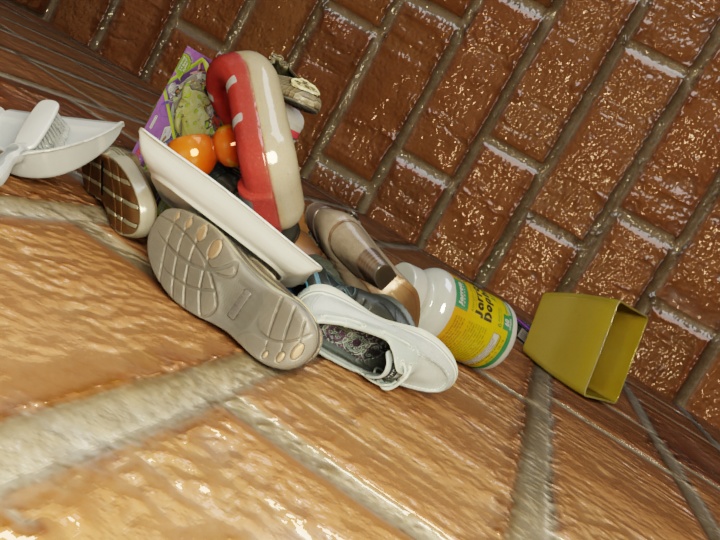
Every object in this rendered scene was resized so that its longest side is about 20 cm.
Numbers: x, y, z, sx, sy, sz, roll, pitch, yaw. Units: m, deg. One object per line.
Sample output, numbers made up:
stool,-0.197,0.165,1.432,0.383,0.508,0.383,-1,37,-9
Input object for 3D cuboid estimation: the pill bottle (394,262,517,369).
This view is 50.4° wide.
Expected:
pill bottle,0.124,0.063,1.110,0.199,0.113,0.113,26,9,-31

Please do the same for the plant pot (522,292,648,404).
plant pot,0.465,0.148,1.620,0.175,0.202,0.199,21,0,39

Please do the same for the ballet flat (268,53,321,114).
ballet flat,-0.090,-0.233,0.940,0.067,0.047,0.200,26,11,-26

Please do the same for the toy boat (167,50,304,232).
toy boat,-0.136,-0.130,0.790,0.131,0.129,0.201,86,-9,-56

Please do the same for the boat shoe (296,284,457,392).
boat shoe,0.017,0.087,0.780,0.200,0.070,0.072,29,27,-20

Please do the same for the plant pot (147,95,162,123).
plant pot,-0.219,-0.174,1.206,0.186,0.187,0.201,22,26,-46

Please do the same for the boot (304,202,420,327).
boot,0.000,0.000,0.976,0.146,0.070,0.201,42,-19,37

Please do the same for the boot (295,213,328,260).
boot,-0.069,-0.029,1.101,0.154,0.077,0.200,29,10,3

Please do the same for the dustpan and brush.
dustpan and brush,-0.326,-0.121,0.751,0.138,0.058,0.201,6,43,-2

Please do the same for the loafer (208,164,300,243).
loafer,-0.121,-0.060,0.915,0.072,0.073,0.200,28,2,27

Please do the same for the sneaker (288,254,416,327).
sneaker,-0.025,0.049,0.873,0.199,0.074,0.082,29,23,31

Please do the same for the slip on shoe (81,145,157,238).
slip on shoe,-0.247,-0.089,0.826,0.060,0.077,0.200,-2,19,-34

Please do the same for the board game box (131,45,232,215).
board game box,-0.203,-0.149,0.910,0.119,0.201,0.032,32,7,10

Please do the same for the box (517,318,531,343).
box,0.462,0.184,1.902,0.199,0.036,0.143,26,9,-20

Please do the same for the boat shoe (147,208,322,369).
boat shoe,-0.114,0.021,0.694,0.200,0.075,0.073,42,2,18

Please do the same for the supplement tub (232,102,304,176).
supplement tub,-0.175,-0.145,0.989,0.140,0.201,0.140,29,8,-4

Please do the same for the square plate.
square plate,-0.132,-0.045,0.748,0.198,0.029,0.200,38,-10,-5
